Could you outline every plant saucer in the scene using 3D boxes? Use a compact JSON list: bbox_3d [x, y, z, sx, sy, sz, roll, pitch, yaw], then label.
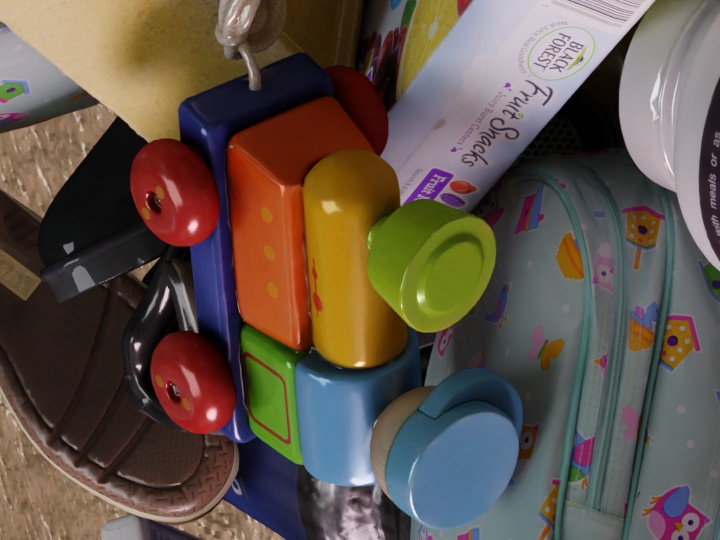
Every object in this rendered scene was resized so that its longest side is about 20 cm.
[{"bbox_3d":[-0.048,-0.143,0.975,0.048,0.200,0.201,-7,63,29],"label":"plant saucer"}]

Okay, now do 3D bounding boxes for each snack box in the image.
[{"bbox_3d":[0.050,-0.114,0.969,0.200,0.053,0.143,130,155,-57],"label":"snack box"}]

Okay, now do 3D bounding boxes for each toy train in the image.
[{"bbox_3d":[-0.005,-0.023,0.909,0.116,0.084,0.201,32,136,42],"label":"toy train"}]

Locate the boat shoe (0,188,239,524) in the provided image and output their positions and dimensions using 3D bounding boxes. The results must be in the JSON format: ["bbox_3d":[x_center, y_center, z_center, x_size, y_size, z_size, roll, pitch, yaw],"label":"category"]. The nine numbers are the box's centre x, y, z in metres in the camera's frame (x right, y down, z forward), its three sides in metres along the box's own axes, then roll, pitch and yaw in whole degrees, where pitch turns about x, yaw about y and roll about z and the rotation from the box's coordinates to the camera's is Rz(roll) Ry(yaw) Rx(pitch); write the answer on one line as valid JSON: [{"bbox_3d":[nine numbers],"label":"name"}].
[{"bbox_3d":[-0.116,0.026,1.193,0.202,0.075,0.075,45,177,22],"label":"boat shoe"}]

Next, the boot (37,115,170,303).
[{"bbox_3d":[-0.069,-0.101,1.102,0.163,0.198,0.073,60,158,-6],"label":"boot"}]

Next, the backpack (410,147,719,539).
[{"bbox_3d":[0.087,0.062,0.987,0.167,0.126,0.201,-2,77,60],"label":"backpack"}]

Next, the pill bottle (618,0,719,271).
[{"bbox_3d":[0.168,-0.029,0.859,0.200,0.112,0.113,28,133,46],"label":"pill bottle"}]

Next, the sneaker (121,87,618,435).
[{"bbox_3d":[0.000,0.000,1.061,0.077,0.199,0.114,63,-168,2],"label":"sneaker"}]

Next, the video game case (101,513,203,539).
[{"bbox_3d":[-0.042,0.212,1.226,0.023,0.182,0.201,-18,68,18],"label":"video game case"}]

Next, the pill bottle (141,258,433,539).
[{"bbox_3d":[0.000,0.059,1.185,0.200,0.111,0.112,26,132,47],"label":"pill bottle"}]

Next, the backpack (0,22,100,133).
[{"bbox_3d":[-0.147,-0.136,1.218,0.200,0.175,0.154,-19,91,64],"label":"backpack"}]
